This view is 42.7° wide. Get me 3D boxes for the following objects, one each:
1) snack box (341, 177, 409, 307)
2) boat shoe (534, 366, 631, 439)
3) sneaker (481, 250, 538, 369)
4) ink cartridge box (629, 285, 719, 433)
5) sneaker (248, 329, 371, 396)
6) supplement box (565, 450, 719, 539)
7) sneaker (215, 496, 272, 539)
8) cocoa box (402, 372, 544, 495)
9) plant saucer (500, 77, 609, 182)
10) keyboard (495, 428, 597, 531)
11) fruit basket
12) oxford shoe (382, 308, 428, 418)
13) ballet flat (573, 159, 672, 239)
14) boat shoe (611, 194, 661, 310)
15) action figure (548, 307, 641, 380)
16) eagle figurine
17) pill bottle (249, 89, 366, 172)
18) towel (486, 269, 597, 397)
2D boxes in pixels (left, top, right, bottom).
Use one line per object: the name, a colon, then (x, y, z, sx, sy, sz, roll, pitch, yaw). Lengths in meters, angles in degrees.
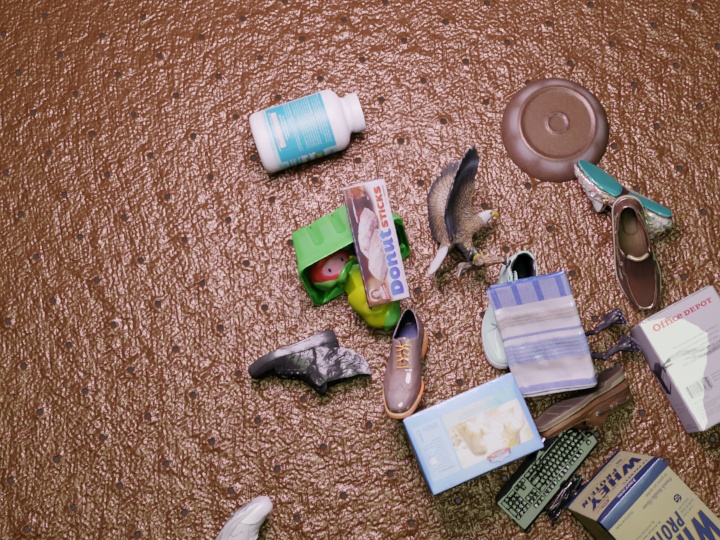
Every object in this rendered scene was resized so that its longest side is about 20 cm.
snack box: (0.025, -0.046, 1.522, 0.071, 0.024, 0.203, -15, 101, -8)
boat shoe: (0.377, 0.234, 1.525, 0.198, 0.072, 0.069, -27, 95, -23)
sneaker: (0.253, 0.063, 1.567, 0.073, 0.118, 0.203, 11, 80, 4)
ink cartridge box: (0.571, 0.150, 1.549, 0.144, 0.084, 0.202, -27, 78, -3)
sneaker: (-0.087, 0.173, 1.590, 0.198, 0.060, 0.105, -23, 73, -6)
supplement box: (0.455, 0.403, 1.431, 0.134, 0.200, 0.200, -44, 86, -7)
sneaker: (-0.201, 0.468, 1.532, 0.099, 0.078, 0.201, 40, 91, 4)
cocoa box: (0.181, 0.271, 1.518, 0.198, 0.131, 0.135, -23, 78, -2)
plant saucer: (0.356, -0.263, 1.675, 0.197, 0.037, 0.203, 0, 78, 2)
keyboard: (0.325, 0.344, 1.543, 0.104, 0.040, 0.200, 40, 83, 11)
fruit basket: (0.000, 0.000, 1.589, 0.212, 0.156, 0.218, -5, 61, 10)
oxford shoe: (0.069, 0.153, 1.535, 0.070, 0.073, 0.202, -4, 45, 14)
ballet flat: (0.453, -0.118, 1.624, 0.199, 0.076, 0.064, 34, 125, 12)
boat shoe: (0.465, -0.023, 1.566, 0.074, 0.075, 0.205, -15, 100, 16)
action figure: (0.365, 0.134, 1.556, 0.198, 0.102, 0.120, -22, 89, -4)
eagle figurine: (0.174, -0.097, 1.599, 0.151, 0.150, 0.202, -21, 91, 35)
pill bottle: (-0.093, -0.256, 1.657, 0.198, 0.111, 0.112, -18, 77, -1)
towel: (0.295, 0.109, 1.510, 0.145, 0.024, 0.202, -13, 99, 31)
